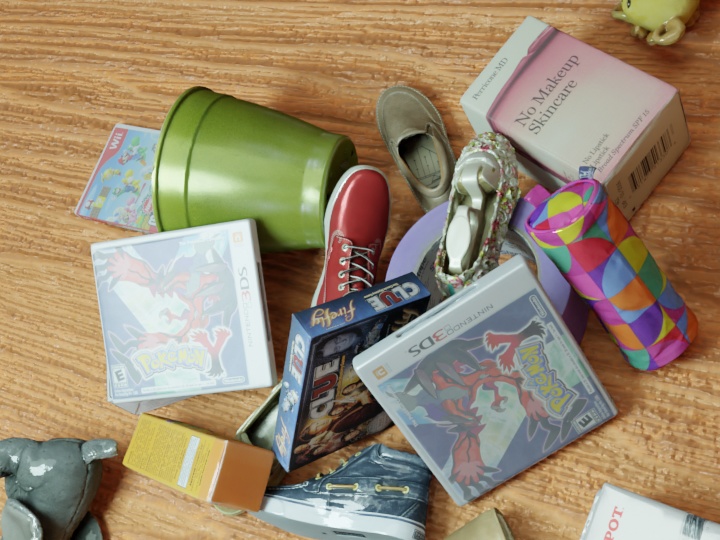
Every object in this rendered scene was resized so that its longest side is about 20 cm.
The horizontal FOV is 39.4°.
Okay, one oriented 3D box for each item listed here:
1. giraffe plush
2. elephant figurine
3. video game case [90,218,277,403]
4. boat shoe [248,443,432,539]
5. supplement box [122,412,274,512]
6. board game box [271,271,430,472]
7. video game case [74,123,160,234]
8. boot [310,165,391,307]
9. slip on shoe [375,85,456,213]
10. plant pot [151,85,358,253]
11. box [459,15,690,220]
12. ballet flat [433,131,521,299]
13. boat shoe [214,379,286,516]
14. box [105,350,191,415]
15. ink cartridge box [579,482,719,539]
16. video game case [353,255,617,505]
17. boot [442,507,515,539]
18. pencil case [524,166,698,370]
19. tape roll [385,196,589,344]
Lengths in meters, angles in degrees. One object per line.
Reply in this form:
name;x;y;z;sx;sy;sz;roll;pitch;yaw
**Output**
giraffe plush;0.341;-0.333;1.090;0.162;0.173;0.200;-43;90;13
elephant figurine;-0.360;0.294;1.139;0.140;0.155;0.202;6;75;-18
video game case;-0.198;0.047;1.116;0.198;0.023;0.184;-8;91;17
boat shoe;-0.020;0.226;1.032;0.198;0.071;0.092;3;60;23
supplement box;-0.176;0.201;1.069;0.199;0.066;0.069;1;73;51
board game box;-0.012;0.102;0.978;0.135;0.201;0.035;-19;51;-29
video game case;-0.280;-0.120;1.346;0.198;0.017;0.144;13;73;30
boot;0.000;0.000;1.046;0.144;0.072;0.202;-118;38;-67
slip on shoe;0.064;-0.148;1.167;0.076;0.061;0.201;-26;58;13
plant pot;-0.109;-0.101;1.166;0.191;0.201;0.202;10;71;17
box;0.227;-0.158;1.066;0.200;0.109;0.128;37;86;33
ballet flat;0.116;-0.061;1.000;0.075;0.064;0.202;-1;66;26
boat shoe;-0.098;0.176;1.090;0.201;0.063;0.073;-46;56;-1
box;-0.247;0.059;1.219;0.116;0.060;0.202;-20;60;16
ink cartridge box;0.278;0.287;0.844;0.199;0.084;0.146;16;74;30
video game case;0.120;0.109;0.938;0.181;0.201;0.023;-32;27;8
boot;0.073;0.340;0.930;0.199;0.066;0.176;-29;58;9
pencil case;0.235;0.001;0.939;0.088;0.200;0.089;-34;21;15
tape roll;0.130;0.026;1.040;0.198;0.085;0.202;-11;62;21
